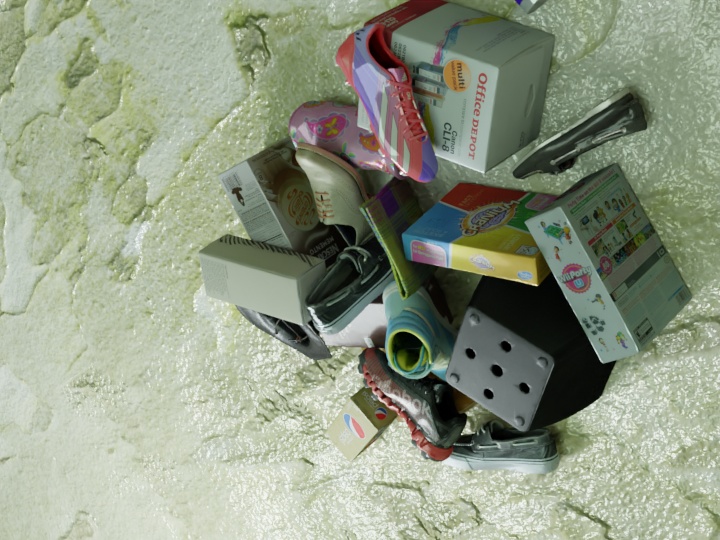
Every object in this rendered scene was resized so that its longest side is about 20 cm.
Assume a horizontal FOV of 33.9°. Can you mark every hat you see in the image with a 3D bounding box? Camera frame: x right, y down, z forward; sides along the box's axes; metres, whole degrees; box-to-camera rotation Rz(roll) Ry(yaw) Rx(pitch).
[{"bbox_3d":[-0.111,0.057,1.873,0.200,0.081,0.201,31,162,11],"label":"hat"}]

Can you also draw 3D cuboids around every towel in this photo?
[{"bbox_3d":[0.059,-0.050,1.615,0.023,0.200,0.144,-23,99,22],"label":"towel"}]

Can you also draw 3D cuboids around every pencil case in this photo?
[{"bbox_3d":[-0.006,-0.185,1.665,0.199,0.087,0.088,15,123,33],"label":"pencil case"}]

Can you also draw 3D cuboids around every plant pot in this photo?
[{"bbox_3d":[0.223,0.093,1.562,0.199,0.177,0.201,33,132,22],"label":"plant pot"}]

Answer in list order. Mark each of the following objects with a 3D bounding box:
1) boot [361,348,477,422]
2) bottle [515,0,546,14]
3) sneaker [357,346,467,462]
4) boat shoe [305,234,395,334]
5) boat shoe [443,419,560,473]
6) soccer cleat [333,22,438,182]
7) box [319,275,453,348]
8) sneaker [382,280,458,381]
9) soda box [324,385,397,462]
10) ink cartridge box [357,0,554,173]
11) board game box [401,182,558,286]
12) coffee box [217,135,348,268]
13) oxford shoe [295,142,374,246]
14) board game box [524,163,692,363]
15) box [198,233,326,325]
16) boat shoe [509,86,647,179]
[{"bbox_3d":[0.087,0.153,1.785,0.200,0.071,0.145,-16,103,48],"label":"boot"},{"bbox_3d":[0.153,-0.396,1.411,0.200,0.083,0.065,50,134,5],"label":"bottle"},{"bbox_3d":[0.080,0.177,1.719,0.201,0.071,0.098,49,121,16],"label":"sneaker"},{"bbox_3d":[0.000,0.000,1.672,0.072,0.200,0.071,23,157,39],"label":"boat shoe"},{"bbox_3d":[0.202,0.254,1.757,0.199,0.072,0.072,-2,104,30],"label":"boat shoe"},{"bbox_3d":[0.042,-0.201,1.424,0.076,0.067,0.201,-30,91,41],"label":"soccer cleat"},{"bbox_3d":[0.026,0.059,1.748,0.199,0.075,0.101,-2,132,31],"label":"box"},{"bbox_3d":[0.091,0.120,1.622,0.079,0.131,0.200,-26,123,24],"label":"sneaker"},{"bbox_3d":[0.005,0.236,1.860,0.068,0.064,0.200,48,154,9],"label":"soda box"},{"bbox_3d":[0.119,-0.237,1.486,0.199,0.144,0.146,23,126,27],"label":"ink cartridge box"},{"bbox_3d":[0.177,-0.051,1.534,0.199,0.153,0.041,11,127,34],"label":"board game box"},{"bbox_3d":[-0.114,-0.086,1.788,0.079,0.114,0.201,-20,101,44],"label":"coffee box"},{"bbox_3d":[-0.036,-0.105,1.671,0.070,0.074,0.200,15,158,44],"label":"oxford shoe"},{"bbox_3d":[0.308,-0.011,1.454,0.064,0.147,0.201,-24,97,47],"label":"board game box"},{"bbox_3d":[-0.143,0.011,1.739,0.199,0.068,0.083,16,125,34],"label":"box"},{"bbox_3d":[0.268,-0.152,1.465,0.200,0.067,0.057,-35,85,42],"label":"boat shoe"}]
